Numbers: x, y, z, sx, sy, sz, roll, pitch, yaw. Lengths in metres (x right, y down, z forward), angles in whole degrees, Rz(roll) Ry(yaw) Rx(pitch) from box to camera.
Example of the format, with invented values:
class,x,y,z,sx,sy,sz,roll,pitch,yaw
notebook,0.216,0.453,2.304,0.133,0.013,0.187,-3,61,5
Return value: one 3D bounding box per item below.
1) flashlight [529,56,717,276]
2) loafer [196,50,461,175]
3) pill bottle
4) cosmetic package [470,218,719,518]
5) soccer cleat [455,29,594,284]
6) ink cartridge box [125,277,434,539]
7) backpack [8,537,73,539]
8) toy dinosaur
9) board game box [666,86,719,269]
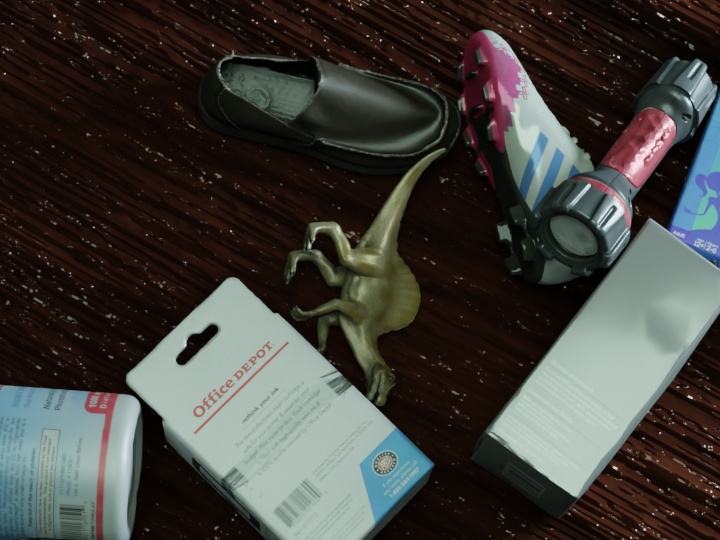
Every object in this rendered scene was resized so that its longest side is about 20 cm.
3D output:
class,x,y,z,sx,sy,sz,roll,pitch,yaw
flashlight,0.196,-0.081,1.590,0.068,0.068,0.200,6,43,39
loafer,-0.024,-0.119,1.635,0.200,0.071,0.073,7,75,1
pill bottle,-0.257,0.134,1.540,0.200,0.109,0.109,5,74,-1
cosmetic package,0.174,0.071,1.571,0.090,0.107,0.200,35,75,7
soccer cleat,0.131,-0.085,1.640,0.086,0.070,0.200,-9,77,-21
ink cartridge box,-0.059,0.115,1.571,0.200,0.068,0.116,44,76,10
backpack,-0.164,0.258,1.470,0.200,0.183,0.147,13,74,5
toy dinosaur,0.000,0.000,1.620,0.101,0.058,0.200,14,76,-17
board game box,0.328,-0.080,1.648,0.152,0.045,0.200,21,74,4
